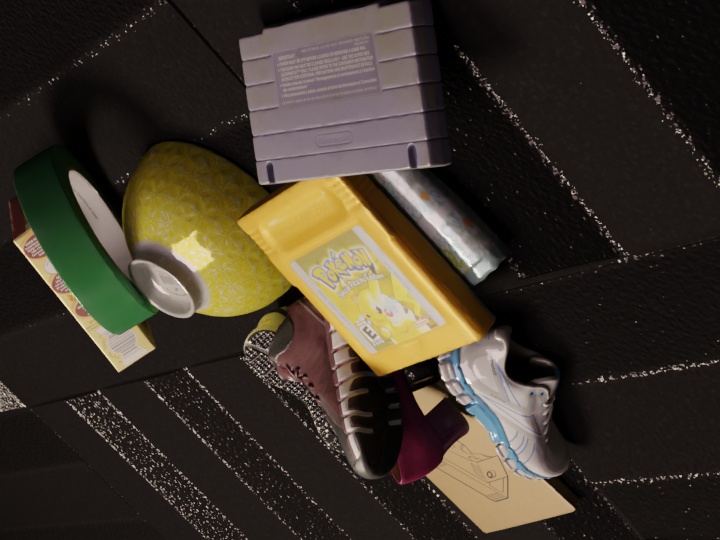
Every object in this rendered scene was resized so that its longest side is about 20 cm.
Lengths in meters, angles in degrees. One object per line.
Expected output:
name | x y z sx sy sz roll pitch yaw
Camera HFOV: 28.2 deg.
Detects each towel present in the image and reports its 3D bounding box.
towel | 0.019 -0.036 1.265 0.171 0.048 0.200 42 148 -8

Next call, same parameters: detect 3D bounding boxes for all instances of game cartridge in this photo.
game cartridge | 0.000 0.000 1.259 0.200 0.032 0.176 46 148 -11
game cartridge | -0.015 -0.138 1.121 0.200 0.038 0.130 -1 94 46

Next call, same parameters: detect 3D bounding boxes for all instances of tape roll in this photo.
tape roll | -0.277 -0.031 1.457 0.201 0.048 0.200 59 -176 -6

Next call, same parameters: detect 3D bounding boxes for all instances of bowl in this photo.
bowl | -0.167 -0.018 1.418 0.200 0.108 0.200 26 147 19

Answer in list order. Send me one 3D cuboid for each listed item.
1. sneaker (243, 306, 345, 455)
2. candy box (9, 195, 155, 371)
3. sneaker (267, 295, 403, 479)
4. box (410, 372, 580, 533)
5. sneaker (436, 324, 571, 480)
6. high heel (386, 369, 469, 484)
sneaker | -0.034 0.114 1.497 0.074 0.080 0.200 -35 108 23
candy box | -0.309 0.004 1.589 0.200 0.055 0.115 57 180 -29
sneaker | -0.030 0.113 1.388 0.115 0.200 0.076 -24 158 37
box | 0.112 0.193 1.498 0.200 0.021 0.163 45 147 -10
sneaker | 0.154 0.123 1.322 0.087 0.075 0.200 -20 129 29
high heel | 0.008 0.122 1.414 0.200 0.096 0.068 37 142 24
